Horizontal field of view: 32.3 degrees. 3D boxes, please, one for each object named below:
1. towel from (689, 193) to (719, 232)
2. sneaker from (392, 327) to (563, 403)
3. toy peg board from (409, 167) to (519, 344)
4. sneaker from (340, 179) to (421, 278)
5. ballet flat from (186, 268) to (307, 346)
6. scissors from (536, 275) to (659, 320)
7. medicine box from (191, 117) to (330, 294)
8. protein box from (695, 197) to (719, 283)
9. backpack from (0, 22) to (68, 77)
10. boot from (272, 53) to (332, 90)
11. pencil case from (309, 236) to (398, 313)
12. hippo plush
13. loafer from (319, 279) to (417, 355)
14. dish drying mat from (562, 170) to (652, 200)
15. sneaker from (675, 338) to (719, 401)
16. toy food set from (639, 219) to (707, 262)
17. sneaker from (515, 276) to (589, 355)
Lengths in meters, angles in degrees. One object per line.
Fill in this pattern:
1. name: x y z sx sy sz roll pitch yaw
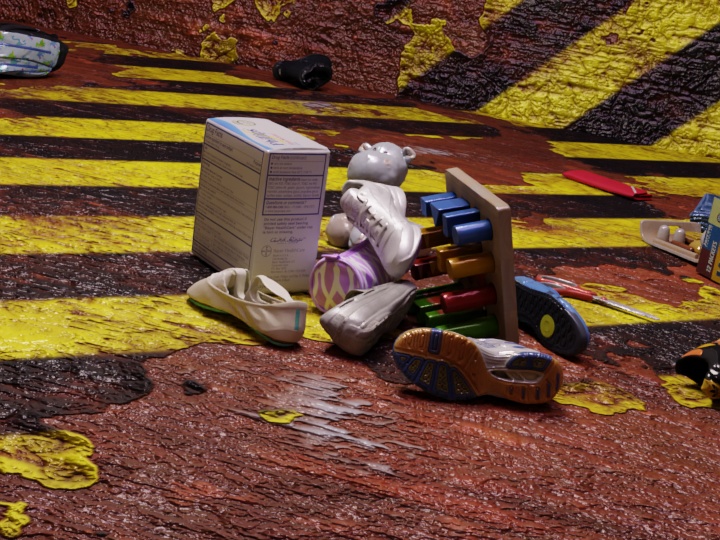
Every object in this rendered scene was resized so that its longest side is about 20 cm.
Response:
1. towel: 0.735 -0.110 2.529 0.111 0.049 0.200 16 17 19
2. sneaker: 0.129 0.111 1.431 0.198 0.076 0.088 14 4 -9
3. toy peg board: 0.119 -0.006 1.600 0.097 0.201 0.200 -11 21 -12
4. sneaker: 0.021 -0.056 1.647 0.099 0.075 0.200 18 25 -22
5. ballet flat: -0.138 0.031 1.530 0.199 0.070 0.069 23 21 39
6. scissors: 0.356 0.039 1.872 0.199 0.014 0.073 13 15 19
7. medicine box: -0.139 -0.091 1.699 0.102 0.202 0.182 -2 20 -34
8. protein box: 0.712 -0.028 2.081 0.199 0.136 0.198 2 18 -25
9. backpack: -0.809 -0.514 2.890 0.162 0.155 0.200 19 -3 23
10. boot: -0.125 -0.555 3.487 0.199 0.077 0.168 -12 22 -36
11. pencil case: 0.000 0.000 1.678 0.083 0.086 0.200 8 16 17
12. hippo plush: 0.049 -0.115 1.955 0.158 0.162 0.200 17 18 24
13. loafer: 0.014 0.046 1.551 0.070 0.070 0.200 32 22 13
14. dish drying mat: 0.543 -0.190 2.741 0.076 0.018 0.199 -6 23 -40
15. sneaker: 0.464 0.145 1.507 0.089 0.070 0.200 -13 23 -19
16. toy food set: 0.623 -0.059 2.259 0.142 0.061 0.200 1 16 -26
17. sneaker: 0.260 0.057 1.669 0.078 0.066 0.200 5 16 -27
